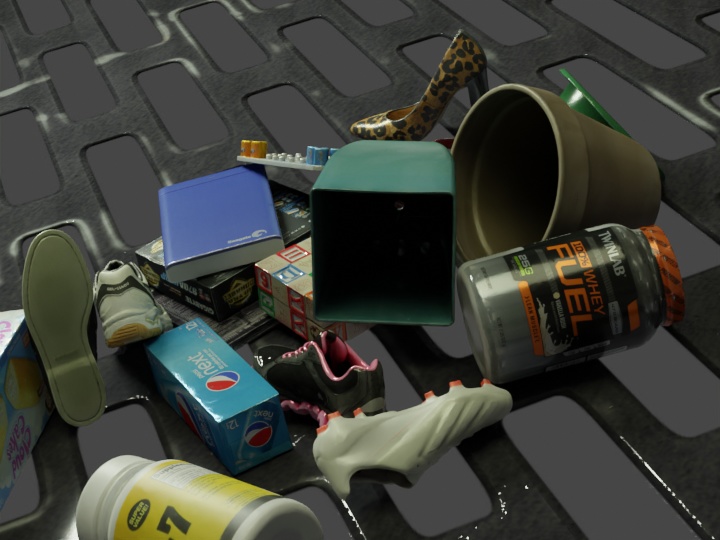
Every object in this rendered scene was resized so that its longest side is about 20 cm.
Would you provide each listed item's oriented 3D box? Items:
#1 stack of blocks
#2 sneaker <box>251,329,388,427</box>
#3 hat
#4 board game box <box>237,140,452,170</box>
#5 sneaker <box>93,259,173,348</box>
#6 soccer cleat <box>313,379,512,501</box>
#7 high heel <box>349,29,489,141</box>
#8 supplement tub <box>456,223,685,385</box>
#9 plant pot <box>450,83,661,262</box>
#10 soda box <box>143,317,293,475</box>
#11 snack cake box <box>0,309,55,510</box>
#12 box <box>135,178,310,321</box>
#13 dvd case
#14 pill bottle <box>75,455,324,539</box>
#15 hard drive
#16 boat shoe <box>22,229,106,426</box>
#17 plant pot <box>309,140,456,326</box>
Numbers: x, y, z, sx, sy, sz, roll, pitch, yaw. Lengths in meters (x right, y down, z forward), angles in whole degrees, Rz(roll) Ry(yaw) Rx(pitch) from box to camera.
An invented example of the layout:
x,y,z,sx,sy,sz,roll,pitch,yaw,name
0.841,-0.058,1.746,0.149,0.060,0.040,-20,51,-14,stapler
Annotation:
x,y,z,sx,sy,sz,roll,pitch,yaw,name
0.000,0.000,1.701,0.199,0.059,0.115,-28,39,-32,stack of blocks
-0.038,0.095,1.509,0.079,0.096,0.199,-19,27,-34,sneaker
0.221,-0.118,1.817,0.176,0.200,0.165,-44,-18,9,hat
-0.014,-0.133,1.843,0.198,0.026,0.199,-1,7,-31,board game box
-0.244,0.031,1.678,0.075,0.089,0.200,-16,0,-10,sneaker
0.052,0.154,1.414,0.198,0.069,0.078,-12,66,-23,soccer cleat
0.071,-0.237,2.036,0.198,0.144,0.072,-4,28,17,high heel
0.200,0.028,1.507,0.198,0.124,0.123,-16,27,-4,supplement tub
0.213,-0.085,1.646,0.172,0.202,0.200,4,17,-31,plant pot
-0.142,0.120,1.550,0.067,0.065,0.200,-24,29,-19,soda box
-0.370,0.140,1.560,0.066,0.116,0.201,-7,29,12,snack cake box
-0.133,-0.028,1.803,0.199,0.046,0.158,-32,34,-29,box
-0.152,0.029,1.777,0.148,0.016,0.199,-31,33,-30,dvd case
-0.136,0.222,1.303,0.199,0.115,0.114,11,36,40,pill bottle
-0.161,-0.058,1.791,0.131,0.026,0.200,-15,29,-2,hard drive
-0.304,0.056,1.609,0.074,0.201,0.066,-19,13,-19,boat shoe
0.032,-0.053,1.608,0.140,0.143,0.200,2,25,6,plant pot
